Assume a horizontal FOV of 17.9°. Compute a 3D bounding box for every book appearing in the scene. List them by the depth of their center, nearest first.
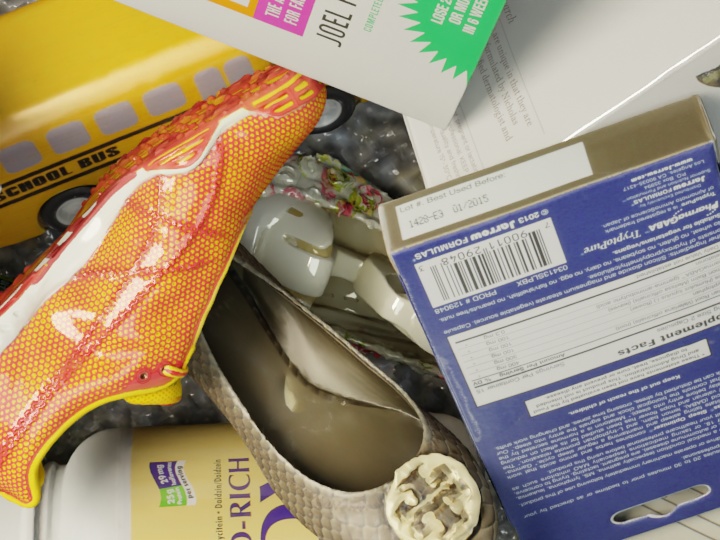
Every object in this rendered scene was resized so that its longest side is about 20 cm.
[{"bbox_3d":[-0.041,-0.133,0.782,0.199,0.048,0.134,20,143,-3],"label":"book"}]

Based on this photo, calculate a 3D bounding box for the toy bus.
[{"bbox_3d":[-0.092,-0.075,0.906,0.199,0.065,0.078,-22,147,3],"label":"toy bus"}]

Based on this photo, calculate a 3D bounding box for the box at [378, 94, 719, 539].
[{"bbox_3d":[0.093,0.030,0.864,0.121,0.032,0.200,-19,134,6],"label":"box"}]

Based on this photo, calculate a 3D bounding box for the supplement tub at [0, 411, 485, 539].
[{"bbox_3d":[-0.049,0.134,0.944,0.199,0.145,0.146,-3,106,-3],"label":"supplement tub"}]

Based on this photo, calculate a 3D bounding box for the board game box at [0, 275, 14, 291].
[{"bbox_3d":[-0.194,0.103,0.949,0.047,0.102,0.201,19,104,-8],"label":"board game box"}]

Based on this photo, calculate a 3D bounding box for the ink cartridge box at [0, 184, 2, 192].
[{"bbox_3d":[-0.236,-0.036,0.872,0.200,0.047,0.198,-46,75,23],"label":"ink cartridge box"}]

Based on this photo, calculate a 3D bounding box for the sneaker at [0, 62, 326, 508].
[{"bbox_3d":[-0.079,0.002,0.858,0.077,0.073,0.200,42,96,-11],"label":"sneaker"}]

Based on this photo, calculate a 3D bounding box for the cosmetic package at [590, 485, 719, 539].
[{"bbox_3d":[0.176,0.028,0.958,0.103,0.087,0.201,26,102,-11],"label":"cosmetic package"}]

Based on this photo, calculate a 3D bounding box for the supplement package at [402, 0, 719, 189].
[{"bbox_3d":[0.125,-0.087,0.865,0.200,0.118,0.117,-34,137,21],"label":"supplement package"}]

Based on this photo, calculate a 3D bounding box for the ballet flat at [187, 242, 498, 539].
[{"bbox_3d":[-0.024,0.043,0.885,0.067,0.046,0.200,-37,70,-22],"label":"ballet flat"}]

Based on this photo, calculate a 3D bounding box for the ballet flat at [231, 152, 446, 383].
[{"bbox_3d":[0.000,0.000,0.951,0.199,0.064,0.076,19,105,-8],"label":"ballet flat"}]
